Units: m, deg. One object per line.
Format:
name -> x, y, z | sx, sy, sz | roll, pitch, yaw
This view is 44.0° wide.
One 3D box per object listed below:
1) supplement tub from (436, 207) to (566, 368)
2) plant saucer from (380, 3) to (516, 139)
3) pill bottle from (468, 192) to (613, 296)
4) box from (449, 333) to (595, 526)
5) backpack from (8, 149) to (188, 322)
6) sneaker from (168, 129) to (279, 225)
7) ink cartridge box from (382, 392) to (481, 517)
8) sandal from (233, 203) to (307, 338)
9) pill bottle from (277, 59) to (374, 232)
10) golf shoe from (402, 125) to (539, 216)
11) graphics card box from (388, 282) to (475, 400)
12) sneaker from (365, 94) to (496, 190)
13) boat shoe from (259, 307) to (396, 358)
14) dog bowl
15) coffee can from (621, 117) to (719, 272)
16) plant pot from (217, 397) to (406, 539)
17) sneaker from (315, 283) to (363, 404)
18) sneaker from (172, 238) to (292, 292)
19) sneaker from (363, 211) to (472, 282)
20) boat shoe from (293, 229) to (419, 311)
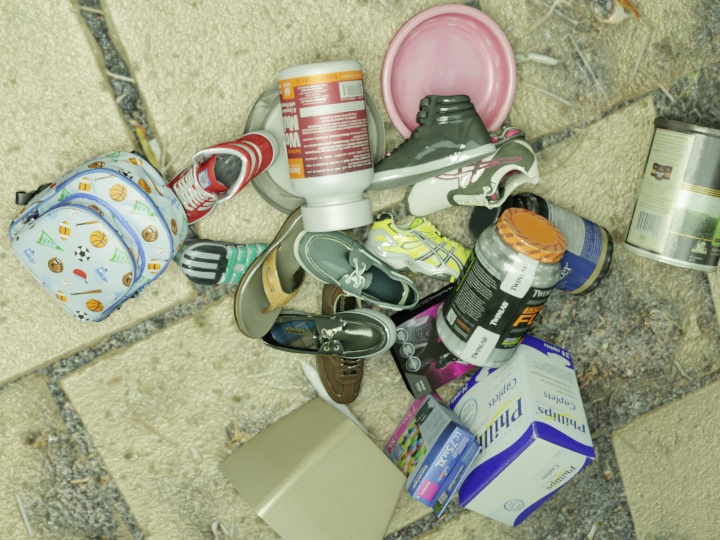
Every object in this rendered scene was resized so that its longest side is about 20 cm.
supplement tub -> 0.193, 0.024, 1.215 | 0.121, 0.123, 0.202 | 12, 125, -18
plant saucer -> 0.119, -0.266, 1.243 | 0.197, 0.051, 0.204 | -5, 106, -16
pill bottle -> 0.262, -0.047, 1.309 | 0.198, 0.112, 0.113 | 21, 98, -20
box -> 0.225, 0.227, 1.291 | 0.104, 0.202, 0.185 | 23, 127, -19
backpack -> -0.317, -0.047, 1.101 | 0.189, 0.155, 0.200 | -35, 112, 15
sneaker -> -0.201, -0.106, 1.125 | 0.199, 0.113, 0.072 | -32, 98, 23
ink cartridge box -> 0.100, 0.258, 1.293 | 0.042, 0.200, 0.120 | 31, 94, -20
sandal -> -0.099, 0.005, 1.187 | 0.081, 0.054, 0.201 | 35, 92, -41
pill bottle -> -0.040, -0.156, 1.121 | 0.108, 0.109, 0.204 | -9, 100, -14
golf shoe -> 0.152, -0.122, 1.239 | 0.198, 0.089, 0.077 | -29, 145, 11
graphics card box -> 0.138, 0.090, 1.342 | 0.198, 0.051, 0.127 | -27, 110, -7
sneaker -> 0.074, -0.174, 1.195 | 0.197, 0.071, 0.101 | -18, 86, -1
boat shoe -> -0.048, 0.090, 1.223 | 0.197, 0.056, 0.070 | 0, 102, 26
dog bowl -> -0.068, -0.172, 1.208 | 0.197, 0.059, 0.204 | -4, 104, -15
coffee can -> 0.489, -0.115, 1.340 | 0.144, 0.146, 0.203 | 8, 102, -18
plant pot -> -0.055, 0.302, 1.273 | 0.177, 0.199, 0.200 | -47, 112, -12
sneaker -> -0.026, 0.107, 1.283 | 0.069, 0.076, 0.203 | -8, 106, -14
sneaker -> -0.170, -0.016, 1.220 | 0.198, 0.087, 0.075 | 14, 100, -44
sneaker -> 0.104, -0.032, 1.286 | 0.197, 0.075, 0.078 | 9, 103, -20
boat shoe -> 0.000, 0.000, 1.193 | 0.199, 0.061, 0.074 | 31, 81, -34
